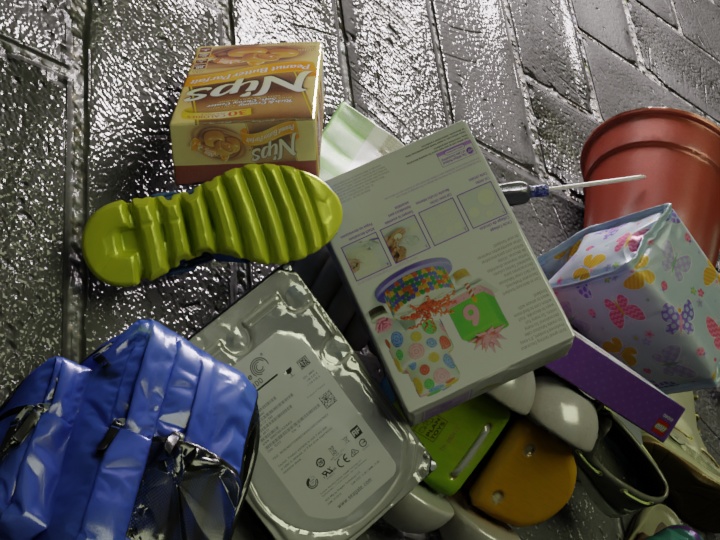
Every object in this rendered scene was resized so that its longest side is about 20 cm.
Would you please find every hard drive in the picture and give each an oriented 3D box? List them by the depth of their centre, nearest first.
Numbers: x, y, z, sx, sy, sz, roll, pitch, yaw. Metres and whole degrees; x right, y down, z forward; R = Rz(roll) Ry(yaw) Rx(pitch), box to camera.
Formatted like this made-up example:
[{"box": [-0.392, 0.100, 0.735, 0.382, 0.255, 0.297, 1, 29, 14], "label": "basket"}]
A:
[{"box": [-0.051, 0.115, 0.995, 0.139, 0.038, 0.201, -37, 94, -17], "label": "hard drive"}]

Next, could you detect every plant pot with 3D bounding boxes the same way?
[{"box": [0.343, -0.051, 1.531, 0.200, 0.200, 0.197, 38, 48, -23], "label": "plant pot"}]

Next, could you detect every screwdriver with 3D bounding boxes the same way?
[{"box": [0.225, -0.091, 1.446, 0.029, 0.197, 0.028, -104, -171, -62], "label": "screwdriver"}]

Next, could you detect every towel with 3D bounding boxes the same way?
[{"box": [0.040, -0.074, 1.276, 0.199, 0.031, 0.150, 35, 38, -7], "label": "towel"}]

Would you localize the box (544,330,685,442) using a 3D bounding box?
[{"box": [0.178, 0.069, 1.153, 0.199, 0.039, 0.137, 33, 5, -17], "label": "box"}]

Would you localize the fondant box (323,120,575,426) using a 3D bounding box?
[{"box": [0.061, 0.001, 1.032, 0.058, 0.143, 0.202, 83, -18, -70], "label": "fondant box"}]

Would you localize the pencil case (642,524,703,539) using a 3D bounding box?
[{"box": [0.236, 0.304, 1.174, 0.198, 0.093, 0.085, -17, 49, -34], "label": "pencil case"}]

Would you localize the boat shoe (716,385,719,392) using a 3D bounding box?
[{"box": [0.521, 0.158, 1.683, 0.199, 0.070, 0.071, 24, 74, -42], "label": "boat shoe"}]

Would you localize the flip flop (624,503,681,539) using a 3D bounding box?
[{"box": [0.301, 0.301, 1.312, 0.081, 0.057, 0.200, 52, 36, -6], "label": "flip flop"}]

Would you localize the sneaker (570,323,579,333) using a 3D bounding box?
[{"box": [0.166, 0.074, 1.315, 0.200, 0.071, 0.098, 44, 38, -15], "label": "sneaker"}]

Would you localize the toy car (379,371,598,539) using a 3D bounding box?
[{"box": [0.092, 0.142, 1.128, 0.199, 0.176, 0.150, 31, 8, -32], "label": "toy car"}]

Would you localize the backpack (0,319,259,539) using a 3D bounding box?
[{"box": [-0.155, 0.128, 0.822, 0.167, 0.162, 0.201, 37, 41, -19], "label": "backpack"}]

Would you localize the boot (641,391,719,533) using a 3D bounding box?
[{"box": [0.368, 0.192, 1.466, 0.199, 0.072, 0.156, 38, 37, -24], "label": "boot"}]

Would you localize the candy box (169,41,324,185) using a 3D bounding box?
[{"box": [-0.089, -0.135, 1.085, 0.201, 0.114, 0.056, -90, 177, -64], "label": "candy box"}]

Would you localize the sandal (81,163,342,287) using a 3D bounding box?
[{"box": [-0.113, -0.036, 1.002, 0.087, 0.197, 0.081, -176, -101, -84], "label": "sandal"}]

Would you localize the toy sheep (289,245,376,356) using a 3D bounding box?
[{"box": [0.000, 0.000, 1.130, 0.199, 0.139, 0.138, 30, 37, 5], "label": "toy sheep"}]

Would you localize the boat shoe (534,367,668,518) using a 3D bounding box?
[{"box": [0.214, 0.152, 1.218, 0.202, 0.060, 0.072, 48, 47, -19], "label": "boat shoe"}]

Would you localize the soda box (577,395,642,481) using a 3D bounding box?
[{"box": [0.200, 0.153, 1.299, 0.199, 0.063, 0.069, 28, 48, -35], "label": "soda box"}]

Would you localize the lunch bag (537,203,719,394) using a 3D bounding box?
[{"box": [0.280, 0.038, 1.366, 0.170, 0.199, 0.127, 50, 56, -13], "label": "lunch bag"}]
